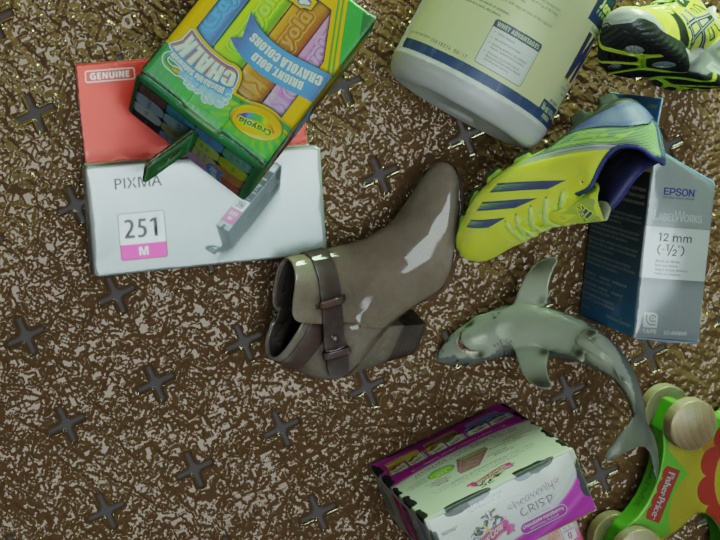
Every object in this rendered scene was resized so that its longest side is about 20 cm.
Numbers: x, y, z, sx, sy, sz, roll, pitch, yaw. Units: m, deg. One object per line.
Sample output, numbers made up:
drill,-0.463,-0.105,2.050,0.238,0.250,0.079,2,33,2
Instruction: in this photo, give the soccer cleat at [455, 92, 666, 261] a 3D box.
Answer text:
soccer cleat,0.161,-0.061,1.590,0.200,0.084,0.065,-38,149,20

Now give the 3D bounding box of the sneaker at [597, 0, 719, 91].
sneaker,0.253,-0.202,1.647,0.075,0.200,0.077,-2,85,28

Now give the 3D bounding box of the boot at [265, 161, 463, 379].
boot,0.000,0.000,1.636,0.146,0.070,0.201,4,106,-34

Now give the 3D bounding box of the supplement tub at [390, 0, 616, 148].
supplement tub,0.129,-0.219,1.616,0.145,0.145,0.201,28,91,-14

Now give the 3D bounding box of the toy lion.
toy lion,0.326,0.200,1.760,0.191,0.069,0.201,22,92,-22

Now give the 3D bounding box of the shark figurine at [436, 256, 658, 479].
shark figurine,0.190,0.079,1.689,0.214,0.089,0.128,31,85,22

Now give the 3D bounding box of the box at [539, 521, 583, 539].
box,0.103,0.288,1.699,0.199,0.095,0.103,-23,102,-9

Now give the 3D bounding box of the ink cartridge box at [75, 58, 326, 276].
ink cartridge box,-0.133,-0.092,1.628,0.199,0.044,0.174,-6,99,-12

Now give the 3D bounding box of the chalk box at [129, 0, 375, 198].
chalk box,-0.101,-0.146,1.552,0.124,0.125,0.200,37,77,-3

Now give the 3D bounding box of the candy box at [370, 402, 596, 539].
candy box,0.099,0.182,1.631,0.136,0.200,0.061,-25,101,-8

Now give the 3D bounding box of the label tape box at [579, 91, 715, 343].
label tape box,0.247,-0.048,1.664,0.066,0.143,0.201,6,96,-13
